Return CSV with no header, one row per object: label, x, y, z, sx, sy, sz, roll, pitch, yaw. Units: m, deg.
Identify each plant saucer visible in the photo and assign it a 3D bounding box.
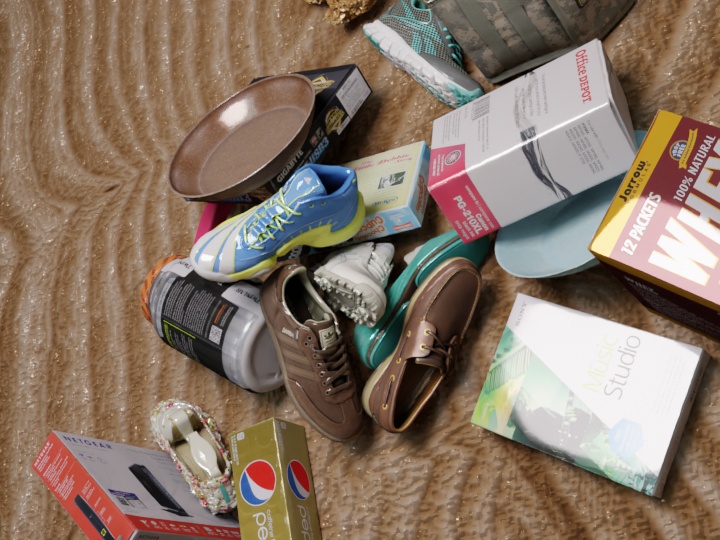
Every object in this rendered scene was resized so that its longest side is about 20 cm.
plant saucer,-0.129,-0.144,1.093,0.199,0.037,0.201,-23,38,19
plant saucer,0.227,-0.057,0.962,0.200,0.039,0.202,-33,27,19

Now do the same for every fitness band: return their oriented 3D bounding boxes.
fitness band,-0.127,-0.065,1.139,0.143,0.038,0.201,-20,35,21

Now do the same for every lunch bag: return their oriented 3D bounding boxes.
lunch bag,0.190,-0.312,1.033,0.199,0.164,0.119,-17,59,27

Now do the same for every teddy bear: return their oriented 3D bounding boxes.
teddy bear,-0.022,-0.401,1.269,0.145,0.067,0.200,-44,49,0

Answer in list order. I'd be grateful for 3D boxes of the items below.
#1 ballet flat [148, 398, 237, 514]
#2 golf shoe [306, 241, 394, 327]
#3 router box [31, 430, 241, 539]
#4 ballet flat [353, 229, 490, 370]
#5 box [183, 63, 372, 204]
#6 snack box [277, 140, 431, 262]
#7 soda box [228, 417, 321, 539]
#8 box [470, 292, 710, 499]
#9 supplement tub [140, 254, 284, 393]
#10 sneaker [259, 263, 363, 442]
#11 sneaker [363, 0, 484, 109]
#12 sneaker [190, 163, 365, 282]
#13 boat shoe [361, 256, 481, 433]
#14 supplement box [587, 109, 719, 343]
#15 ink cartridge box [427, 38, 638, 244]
ballet flat,-0.197,0.204,1.144,0.075,0.064,0.200,-32,47,-21
golf shoe,0.000,0.000,1.051,0.097,0.078,0.200,-42,16,-7
router box,-0.241,0.263,1.078,0.179,0.200,0.049,35,93,36
ballet flat,0.058,0.018,1.062,0.200,0.067,0.070,-51,41,4
box,-0.111,-0.165,1.176,0.199,0.050,0.199,5,50,45
snack box,-0.013,-0.080,1.130,0.199,0.037,0.117,-13,41,28
soda box,-0.090,0.272,1.064,0.067,0.064,0.201,-23,62,23
box,0.220,0.117,0.940,0.199,0.036,0.145,17,82,36
supplement tub,-0.166,0.056,1.152,0.199,0.122,0.123,23,86,35
sneaker,-0.049,0.088,1.027,0.201,0.070,0.076,62,148,7
sneaker,0.087,-0.268,1.141,0.091,0.078,0.200,-47,57,5
sneaker,-0.086,-0.061,1.001,0.199,0.105,0.076,-23,58,-22
boat shoe,0.075,0.083,1.011,0.201,0.072,0.068,-61,23,6
supplement box,0.333,-0.011,0.813,0.197,0.200,0.134,28,89,36
ink cartridge box,0.177,-0.134,0.992,0.199,0.085,0.145,-24,31,24
